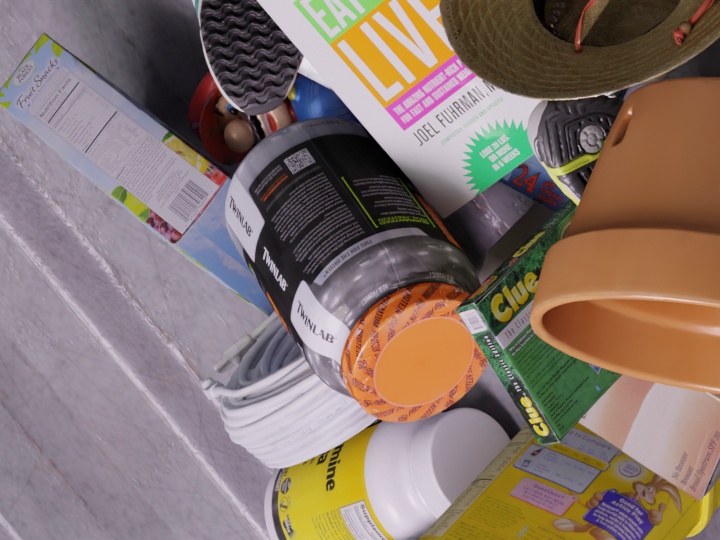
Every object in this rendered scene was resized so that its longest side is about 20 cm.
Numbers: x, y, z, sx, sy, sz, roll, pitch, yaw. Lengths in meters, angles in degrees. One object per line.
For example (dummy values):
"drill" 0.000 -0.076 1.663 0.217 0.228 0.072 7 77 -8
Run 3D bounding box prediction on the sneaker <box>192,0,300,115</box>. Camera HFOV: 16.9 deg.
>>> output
"sneaker" -0.084 -0.202 1.626 0.093 0.070 0.200 39 -145 -89

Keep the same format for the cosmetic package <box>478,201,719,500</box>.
"cosmetic package" 0.176 0.048 1.617 0.200 0.087 0.104 32 140 18

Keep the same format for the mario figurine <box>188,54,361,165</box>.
"mario figurine" -0.039 -0.103 1.667 0.200 0.106 0.124 -2 84 34

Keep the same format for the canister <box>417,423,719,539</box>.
"canister" 0.139 0.178 1.668 0.148 0.200 0.087 22 133 28

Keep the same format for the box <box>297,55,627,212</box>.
"box" 0.073 -0.142 1.543 0.200 0.038 0.137 28 123 9

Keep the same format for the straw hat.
"straw hat" 0.154 -0.155 1.433 0.201 0.201 0.085 16 158 33

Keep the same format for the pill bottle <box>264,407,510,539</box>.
"pill bottle" 0.025 0.168 1.832 0.200 0.112 0.113 -25 103 49

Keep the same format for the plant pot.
"plant pot" 0.205 -0.020 1.362 0.199 0.140 0.200 11 166 3

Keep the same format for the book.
"book" 0.037 -0.145 1.512 0.134 0.048 0.200 -36 100 35

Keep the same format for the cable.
"cable" -0.012 0.057 1.704 0.069 0.200 0.200 50 180 -15

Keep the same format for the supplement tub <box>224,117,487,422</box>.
"supplement tub" 0.000 0.000 1.555 0.200 0.122 0.123 -124 24 -47

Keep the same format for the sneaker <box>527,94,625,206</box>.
"sneaker" 0.169 -0.055 1.484 0.200 0.076 0.076 25 175 -37

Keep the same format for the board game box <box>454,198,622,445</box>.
"board game box" 0.148 0.010 1.523 0.023 0.200 0.105 -14 111 50

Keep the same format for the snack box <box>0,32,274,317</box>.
"snack box" -0.146 -0.068 1.741 0.200 0.068 0.169 36 177 27
